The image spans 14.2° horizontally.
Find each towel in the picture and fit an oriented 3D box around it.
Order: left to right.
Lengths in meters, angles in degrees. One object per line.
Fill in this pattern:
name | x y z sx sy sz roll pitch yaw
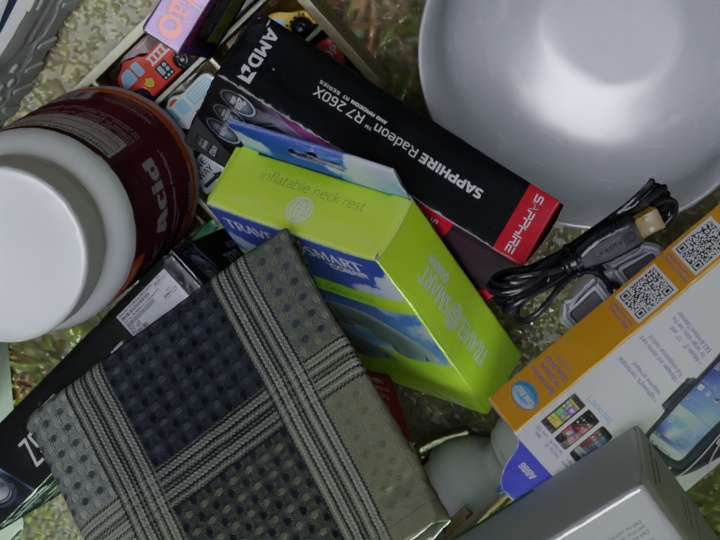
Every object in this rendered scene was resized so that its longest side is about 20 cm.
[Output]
towel | -0.065 0.107 1.512 0.192 0.035 0.200 -36 63 15

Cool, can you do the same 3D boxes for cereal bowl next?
cereal bowl | 0.136 -0.128 1.596 0.200 0.083 0.201 6 114 13

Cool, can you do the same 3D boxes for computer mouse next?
computer mouse | 0.135 0.008 1.591 0.110 0.200 0.044 -37 69 2

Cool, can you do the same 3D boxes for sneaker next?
sneaker | -0.231 -0.141 1.693 0.080 0.076 0.200 38 104 13

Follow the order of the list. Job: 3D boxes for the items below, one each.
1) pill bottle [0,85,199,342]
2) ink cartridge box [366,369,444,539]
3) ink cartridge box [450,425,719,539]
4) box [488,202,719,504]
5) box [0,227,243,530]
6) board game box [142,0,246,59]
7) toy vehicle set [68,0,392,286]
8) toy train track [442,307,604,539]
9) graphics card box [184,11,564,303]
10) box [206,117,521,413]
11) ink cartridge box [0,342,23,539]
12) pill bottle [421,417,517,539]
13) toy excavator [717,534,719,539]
pill bottle | -0.167 -0.031 1.601 0.114 0.200 0.114 3 105 12
ink cartridge box | -0.042 0.167 1.584 0.144 0.145 0.200 -28 68 23
ink cartridge box | 0.143 0.207 1.519 0.145 0.088 0.200 -34 104 13
box | 0.162 0.062 1.552 0.200 0.041 0.119 -39 129 4
box | -0.134 0.058 1.664 0.044 0.160 0.200 47 109 5
board game box | -0.049 -0.208 1.583 0.032 0.120 0.200 32 94 -1
toy vehicle set | -0.094 -0.092 1.690 0.200 0.027 0.124 -42 92 18
toy train track | 0.120 0.080 1.588 0.200 0.033 0.115 -45 128 5
graphics card box | 0.004 -0.055 1.602 0.200 0.125 0.051 33 71 -3
box | 0.000 0.000 1.597 0.122 0.200 0.048 18 68 33
ink cartridge box | -0.314 0.104 1.755 0.199 0.083 0.146 0 103 12
pill bottle | 0.056 0.167 1.677 0.112 0.112 0.200 44 108 -1
toy excavator | 0.201 0.238 1.643 0.200 0.194 0.100 -48 54 2
